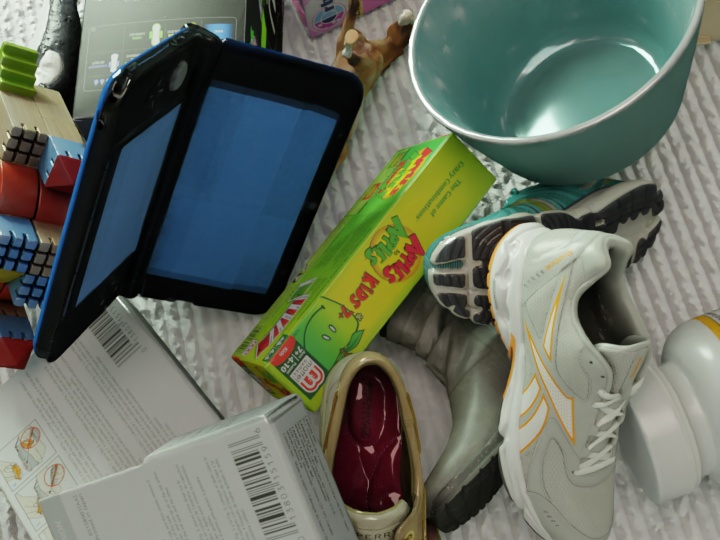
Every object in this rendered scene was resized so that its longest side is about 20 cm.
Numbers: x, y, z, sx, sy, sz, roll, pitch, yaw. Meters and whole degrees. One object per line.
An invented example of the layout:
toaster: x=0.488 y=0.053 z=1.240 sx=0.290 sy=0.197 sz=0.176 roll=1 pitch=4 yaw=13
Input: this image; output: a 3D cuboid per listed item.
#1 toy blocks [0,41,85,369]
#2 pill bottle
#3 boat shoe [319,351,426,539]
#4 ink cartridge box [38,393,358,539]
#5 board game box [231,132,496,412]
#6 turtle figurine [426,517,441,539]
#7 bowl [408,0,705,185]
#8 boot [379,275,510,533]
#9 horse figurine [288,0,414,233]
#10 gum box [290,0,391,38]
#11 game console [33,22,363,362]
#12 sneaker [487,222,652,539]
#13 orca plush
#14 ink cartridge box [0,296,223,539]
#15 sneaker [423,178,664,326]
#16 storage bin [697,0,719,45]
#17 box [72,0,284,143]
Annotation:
toy blocks: x=-0.239 y=-0.031 z=0.741 sx=0.202 sy=0.099 sz=0.137 roll=-61 pitch=40 yaw=21
pill bottle: x=0.262 y=0.072 z=0.686 sx=0.197 sy=0.113 sz=0.114 roll=-20 pitch=67 yaw=-2
boat shoe: x=0.003 y=0.147 z=0.642 sx=0.072 sy=0.066 sz=0.204 roll=-4 pitch=79 yaw=-5
ink cartridge box: x=-0.075 y=0.193 z=0.622 sx=0.171 sy=0.043 sz=0.203 roll=-21 pitch=93 yaw=26
board game box: x=0.000 y=0.000 z=0.751 sx=0.048 sy=0.101 sz=0.201 roll=42 pitch=76 yaw=-15
turtle figurine: x=-0.025 y=0.196 z=0.698 sx=0.158 sy=0.065 sz=0.204 roll=-7 pitch=67 yaw=4
bowl: x=0.142 y=-0.139 z=0.734 sx=0.197 sy=0.105 sz=0.204 roll=-15 pitch=54 yaw=21
boot: x=0.063 y=0.070 z=0.734 sx=0.129 sy=0.068 sz=0.200 roll=29 pitch=57 yaw=20
horse figurine: x=-0.020 y=-0.124 z=0.808 sx=0.049 sy=0.133 sz=0.203 roll=25 pitch=86 yaw=10
gum box: x=-0.035 y=-0.308 z=0.902 sx=0.112 sy=0.066 sz=0.202 roll=-25 pitch=67 yaw=-5
game console: x=-0.099 y=-0.035 z=0.681 sx=0.117 sy=0.202 sz=0.171 roll=25 pitch=29 yaw=2
sneaker: x=0.132 y=0.072 z=0.640 sx=0.075 sy=0.091 sz=0.204 roll=-15 pitch=98 yaw=-38
orca plush: x=-0.244 y=-0.139 z=0.878 sx=0.105 sy=0.070 sz=0.204 roll=-28 pitch=49 yaw=45
ink cartridge box: x=-0.176 y=0.134 z=0.724 sx=0.173 sy=0.044 sz=0.200 roll=-43 pitch=55 yaw=-6
sneaker: x=0.118 y=-0.019 z=0.739 sx=0.197 sy=0.079 sz=0.079 roll=-17 pitch=28 yaw=-32
storage bin: x=0.249 y=-0.302 z=0.792 sx=0.092 sy=0.199 sz=0.204 roll=-4 pitch=67 yaw=7
box: x=-0.128 y=-0.165 z=0.811 sx=0.122 sy=0.149 sz=0.204 roll=-3 pitch=68 yaw=5
